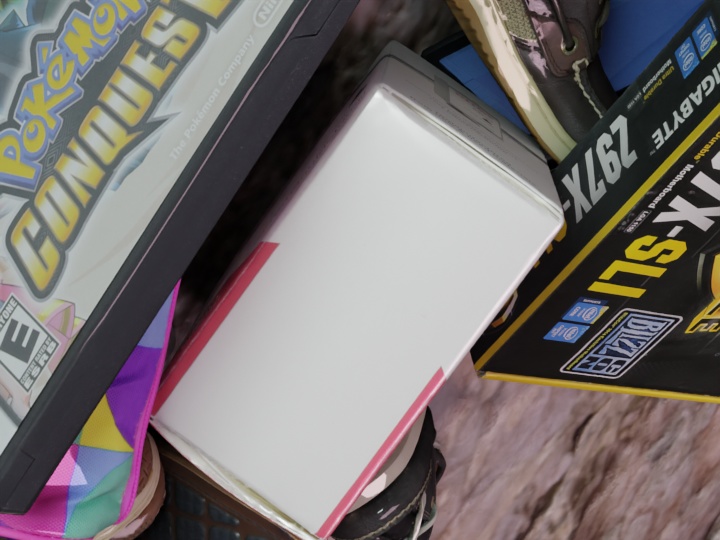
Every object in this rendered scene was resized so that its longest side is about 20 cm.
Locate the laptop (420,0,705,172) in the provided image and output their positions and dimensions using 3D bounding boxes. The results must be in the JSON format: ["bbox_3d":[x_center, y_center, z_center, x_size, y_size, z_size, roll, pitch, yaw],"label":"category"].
[{"bbox_3d":[0.155,-0.053,0.991,0.176,0.201,0.103,-25,-171,18],"label":"laptop"}]

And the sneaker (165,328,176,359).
[{"bbox_3d":[-0.170,0.005,0.800,0.199,0.074,0.116,-21,118,-18],"label":"sneaker"}]

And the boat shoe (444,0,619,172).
[{"bbox_3d":[0.068,-0.112,0.888,0.064,0.074,0.200,-28,133,13],"label":"boat shoe"}]

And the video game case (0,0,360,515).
[{"bbox_3d":[-0.107,-0.061,0.690,0.201,0.181,0.025,-56,147,12],"label":"video game case"}]

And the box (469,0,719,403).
[{"bbox_3d":[0.154,-0.022,0.930,0.159,0.050,0.200,9,140,-31],"label":"box"}]

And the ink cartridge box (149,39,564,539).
[{"bbox_3d":[0.000,0.000,0.868,0.147,0.083,0.200,-54,-176,9],"label":"ink cartridge box"}]

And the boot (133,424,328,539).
[{"bbox_3d":[-0.060,0.085,0.890,0.097,0.199,0.075,-18,113,-43],"label":"boot"}]

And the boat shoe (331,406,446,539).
[{"bbox_3d":[0.012,0.090,0.980,0.072,0.068,0.200,-35,-178,-1],"label":"boat shoe"}]

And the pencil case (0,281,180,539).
[{"bbox_3d":[-0.090,-0.012,0.736,0.088,0.088,0.202,16,90,-53],"label":"pencil case"}]

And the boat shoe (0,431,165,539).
[{"bbox_3d":[-0.155,0.107,0.852,0.201,0.075,0.075,-18,141,16],"label":"boat shoe"}]
